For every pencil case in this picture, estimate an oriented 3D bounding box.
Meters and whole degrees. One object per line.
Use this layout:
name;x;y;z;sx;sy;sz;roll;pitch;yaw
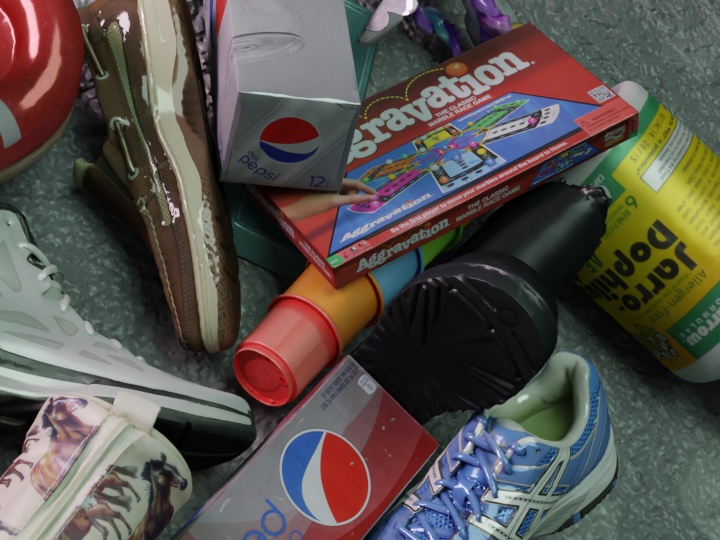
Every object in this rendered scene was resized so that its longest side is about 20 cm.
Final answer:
pencil case;-0.153;0.141;0.791;0.078;0.089;0.201;38;61;-3

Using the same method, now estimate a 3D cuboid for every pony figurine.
pony figurine;0.053;-0.204;1.088;0.165;0.193;0.201;-28;83;2

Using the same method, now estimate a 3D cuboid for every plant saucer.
plant saucer;-0.032;-0.086;1.063;0.069;0.019;0.202;25;54;-17

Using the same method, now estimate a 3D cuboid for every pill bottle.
pill bottle;0.193;-0.006;1.092;0.200;0.113;0.113;42;50;-4

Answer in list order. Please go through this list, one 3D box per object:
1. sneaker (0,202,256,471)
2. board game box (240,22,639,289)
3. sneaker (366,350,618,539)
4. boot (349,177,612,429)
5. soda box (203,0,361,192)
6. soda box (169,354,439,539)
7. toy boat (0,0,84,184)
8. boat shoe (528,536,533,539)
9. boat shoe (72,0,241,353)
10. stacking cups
sneaker;-0.141;0.026;0.895;0.199;0.076;0.116;14;59;-21
board game box;0.042;-0.067;1.008;0.199;0.020;0.103;-27;48;-20
sneaker;0.055;0.112;0.923;0.075;0.078;0.200;24;46;32
boot;0.076;0.008;0.965;0.074;0.198;0.162;49;57;0
soda box;-0.047;-0.135;1.012;0.067;0.064;0.201;5;45;-13
soda box;-0.048;0.134;0.897;0.070;0.063;0.200;45;51;0
toy boat;-0.220;-0.106;0.876;0.130;0.131;0.199;42;48;17
boat shoe;0.043;0.196;0.933;0.072;0.063;0.201;4;40;19
boat shoe;-0.112;-0.050;0.973;0.074;0.075;0.204;-12;72;2
stacking cups;0.000;0.000;1.004;0.061;0.061;0.200;45;53;-1
